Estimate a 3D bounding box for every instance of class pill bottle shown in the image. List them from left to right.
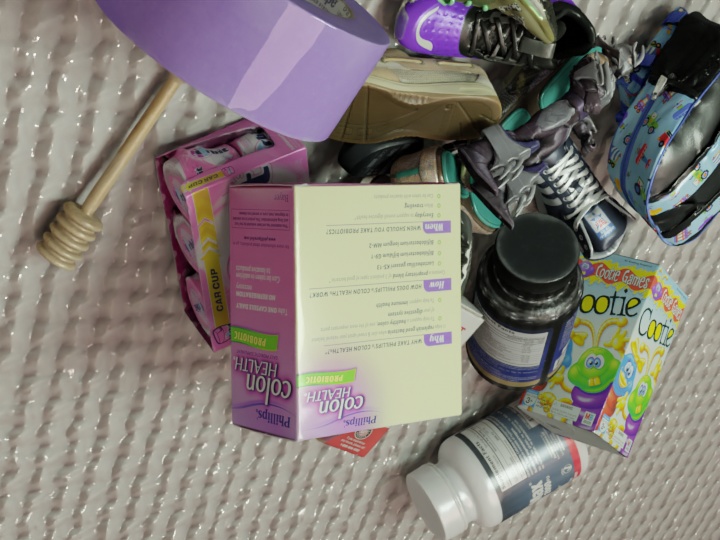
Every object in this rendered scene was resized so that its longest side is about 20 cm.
[{"bbox_3d":[0.161,0.237,1.589,0.199,0.120,0.120,-28,139,-15],"label":"pill bottle"},{"bbox_3d":[0.173,0.032,1.387,0.111,0.112,0.200,-25,150,-18],"label":"pill bottle"}]

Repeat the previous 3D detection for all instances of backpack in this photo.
[{"bbox_3d":[0.325,-0.136,1.335,0.200,0.134,0.183,-54,143,-4],"label":"backpack"}]

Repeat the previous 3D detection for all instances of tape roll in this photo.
[{"bbox_3d":[-0.083,-0.184,0.939,0.199,0.200,0.085,16,115,-46],"label":"tape roll"}]

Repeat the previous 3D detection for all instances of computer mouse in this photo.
[{"bbox_3d":[0.056,-0.120,1.247,0.199,0.034,0.059,-9,155,-43],"label":"computer mouse"}]

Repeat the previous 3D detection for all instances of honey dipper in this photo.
[{"bbox_3d":[-0.192,-0.088,1.071,0.200,0.038,0.038,-53,139,10],"label":"honey dipper"}]

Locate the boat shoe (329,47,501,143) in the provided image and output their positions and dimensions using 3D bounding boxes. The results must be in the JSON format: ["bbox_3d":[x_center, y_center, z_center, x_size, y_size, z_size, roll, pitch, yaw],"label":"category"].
[{"bbox_3d":[0.024,-0.158,1.159,0.199,0.065,0.072,0,141,-17],"label":"boat shoe"}]

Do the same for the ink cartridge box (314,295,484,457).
[{"bbox_3d":[0.006,0.078,1.344,0.200,0.083,0.147,-49,139,10],"label":"ink cartridge box"}]

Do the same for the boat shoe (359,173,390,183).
[{"bbox_3d":[0.000,0.000,1.218,0.072,0.059,0.201,70,40,-61],"label":"boat shoe"}]

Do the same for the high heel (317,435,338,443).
[{"bbox_3d":[-0.031,0.104,1.212,0.096,0.068,0.200,-27,157,11],"label":"high heel"}]

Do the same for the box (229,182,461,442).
[{"bbox_3d":[-0.011,0.027,1.100,0.175,0.096,0.201,-4,95,-39],"label":"box"}]

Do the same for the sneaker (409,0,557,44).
[{"bbox_3d":[0.081,-0.248,1.095,0.200,0.077,0.089,38,123,-21],"label":"sneaker"}]

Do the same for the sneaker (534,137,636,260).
[{"bbox_3d":[0.213,-0.086,1.339,0.070,0.109,0.200,-39,141,-2],"label":"sneaker"}]

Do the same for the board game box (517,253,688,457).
[{"bbox_3d":[0.277,0.091,1.498,0.105,0.103,0.201,36,74,-50],"label":"board game box"}]

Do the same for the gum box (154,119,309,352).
[{"bbox_3d":[-0.105,-0.037,1.162,0.113,0.066,0.201,-25,138,-21],"label":"gum box"}]

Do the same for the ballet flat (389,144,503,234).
[{"bbox_3d":[0.080,-0.076,1.268,0.067,0.069,0.200,-11,162,20],"label":"ballet flat"}]

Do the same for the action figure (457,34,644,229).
[{"bbox_3d":[0.181,-0.134,1.180,0.200,0.069,0.130,-42,157,-6],"label":"action figure"}]

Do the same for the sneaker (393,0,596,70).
[{"bbox_3d":[0.127,-0.213,1.158,0.199,0.100,0.070,-10,130,-33],"label":"sneaker"}]

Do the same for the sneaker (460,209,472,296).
[{"bbox_3d":[0.062,0.035,1.238,0.090,0.066,0.201,-22,128,-73],"label":"sneaker"}]

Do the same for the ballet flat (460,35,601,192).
[{"bbox_3d":[0.148,-0.153,1.247,0.200,0.072,0.072,-46,143,-15],"label":"ballet flat"}]
